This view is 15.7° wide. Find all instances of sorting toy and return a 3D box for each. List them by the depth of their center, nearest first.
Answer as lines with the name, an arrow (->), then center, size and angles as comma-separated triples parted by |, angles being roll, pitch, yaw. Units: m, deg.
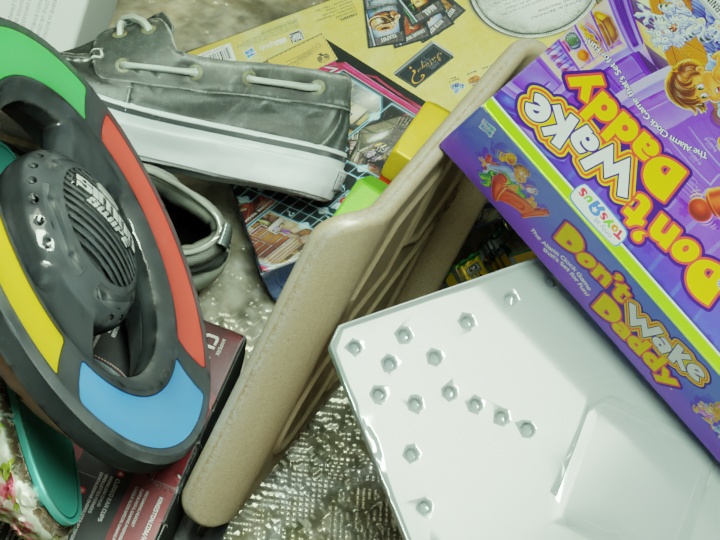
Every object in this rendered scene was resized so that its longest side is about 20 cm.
sorting toy -> 0.000, 0.000, 1.130 | 0.036, 0.185, 0.200 | 35, 38, 10

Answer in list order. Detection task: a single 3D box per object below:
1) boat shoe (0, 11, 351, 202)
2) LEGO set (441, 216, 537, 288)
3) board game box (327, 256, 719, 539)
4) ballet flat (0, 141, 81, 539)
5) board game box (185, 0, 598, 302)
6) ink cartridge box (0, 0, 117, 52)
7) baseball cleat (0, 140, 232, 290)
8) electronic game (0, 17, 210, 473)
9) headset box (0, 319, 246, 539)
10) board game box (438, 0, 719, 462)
boat shoe -> -0.100, -0.085, 1.211 | 0.200, 0.072, 0.071 | 13, 86, -11
LEGO set -> 0.141, 0.000, 1.200 | 0.154, 0.200, 0.116 | -11, 63, -40
board game box -> 0.109, 0.088, 1.068 | 0.200, 0.026, 0.200 | -18, 79, -18
ballet flat -> -0.161, 0.034, 1.094 | 0.064, 0.076, 0.200 | -22, 56, 13
board game box -> 0.028, -0.080, 1.270 | 0.200, 0.035, 0.136 | -20, 61, 0
ink cartridge box -> -0.208, -0.188, 1.254 | 0.200, 0.145, 0.083 | 21, 21, 2
baseball cleat -> -0.156, -0.036, 1.197 | 0.200, 0.106, 0.070 | 7, 76, -5
electronic game -> -0.118, -0.012, 1.060 | 0.042, 0.200, 0.200 | -25, 58, 18
headset box -> -0.151, 0.075, 1.145 | 0.200, 0.075, 0.149 | 20, 56, 2
board game box -> 0.148, -0.022, 1.068 | 0.200, 0.045, 0.134 | 48, 61, 0
